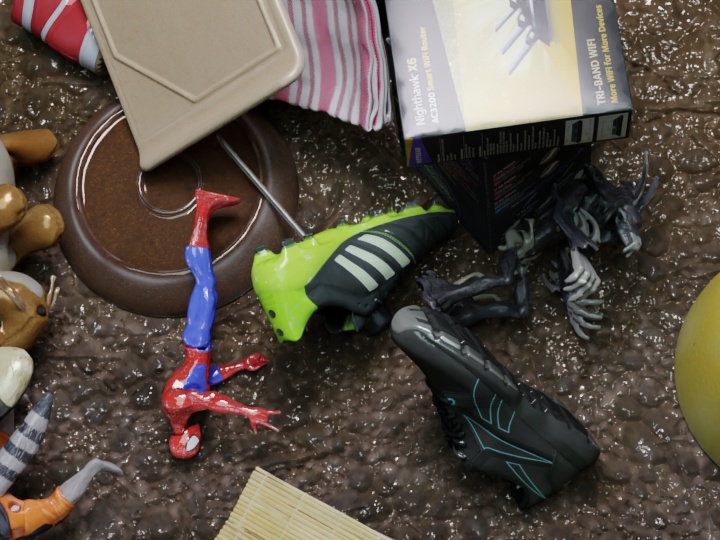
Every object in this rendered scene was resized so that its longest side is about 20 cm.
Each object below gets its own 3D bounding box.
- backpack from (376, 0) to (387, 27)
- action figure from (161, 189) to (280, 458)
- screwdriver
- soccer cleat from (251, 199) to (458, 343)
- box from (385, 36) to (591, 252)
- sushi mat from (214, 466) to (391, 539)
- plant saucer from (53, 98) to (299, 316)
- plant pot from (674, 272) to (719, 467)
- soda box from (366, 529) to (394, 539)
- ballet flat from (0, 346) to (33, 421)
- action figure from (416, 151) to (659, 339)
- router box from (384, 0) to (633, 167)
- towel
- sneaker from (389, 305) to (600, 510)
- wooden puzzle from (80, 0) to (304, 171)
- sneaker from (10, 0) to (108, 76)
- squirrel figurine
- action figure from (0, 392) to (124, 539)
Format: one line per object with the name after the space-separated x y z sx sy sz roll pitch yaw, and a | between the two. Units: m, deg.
-0.037 -0.297 1.604 0.199 0.176 0.153 35 55 12 | backpack
-0.096 0.047 1.540 0.098 0.065 0.201 11 90 -1 | action figure
-0.045 -0.030 1.579 0.028 0.029 0.200 -44 79 22 | screwdriver
0.000 0.000 1.532 0.199 0.067 0.082 -19 96 -40 | soccer cleat
0.098 -0.118 1.519 0.106 0.200 0.122 -37 72 -8 | box
-0.034 0.217 1.463 0.199 0.012 0.096 23 75 43 | sushi mat
-0.148 -0.064 1.610 0.199 0.035 0.202 -1 70 4 | plant saucer
0.331 0.054 1.472 0.198 0.142 0.201 -2 71 5 | plant pot
-0.004 0.293 1.458 0.068 0.064 0.201 23 75 12 | soda box
-0.329 0.107 1.492 0.199 0.057 0.067 -26 45 9 | ballet flat
0.149 -0.003 1.526 0.199 0.119 0.102 -31 61 4 | action figure
0.095 -0.181 1.406 0.156 0.052 0.201 -8 70 1 | router box
-0.055 -0.190 1.550 0.030 0.147 0.199 -29 32 -34 | towel
0.087 0.103 1.471 0.200 0.075 0.079 39 101 -24 | sneaker
-0.133 -0.200 1.559 0.184 0.037 0.201 -27 77 38 | wooden puzzle
-0.211 -0.269 1.665 0.112 0.071 0.201 26 77 9 | sneaker
-0.322 -0.006 1.569 0.199 0.141 0.188 -17 80 14 | squirrel figurine
-0.304 0.166 1.509 0.200 0.105 0.194 38 69 15 | action figure
